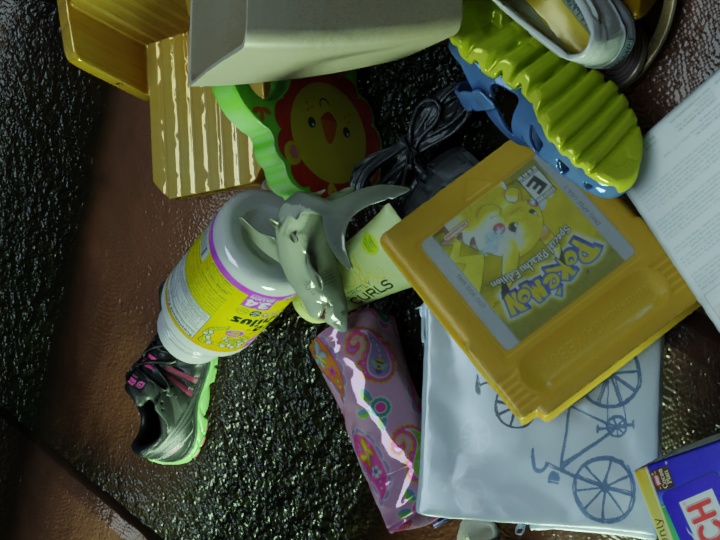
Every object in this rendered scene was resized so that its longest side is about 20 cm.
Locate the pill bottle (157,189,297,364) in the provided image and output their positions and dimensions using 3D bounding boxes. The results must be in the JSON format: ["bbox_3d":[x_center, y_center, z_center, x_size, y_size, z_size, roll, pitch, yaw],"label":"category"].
[{"bbox_3d":[-0.122,0.015,1.282,0.200,0.104,0.105,-45,65,50],"label":"pill bottle"}]

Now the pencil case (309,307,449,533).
[{"bbox_3d":[0.026,0.134,1.223,0.087,0.087,0.201,-36,72,36],"label":"pencil case"}]

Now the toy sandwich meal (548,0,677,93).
[{"bbox_3d":[0.157,-0.230,1.084,0.204,0.070,0.207,4,97,40],"label":"toy sandwich meal"}]

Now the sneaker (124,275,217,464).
[{"bbox_3d":[-0.198,0.105,1.401,0.077,0.083,0.201,15,103,54],"label":"sneaker"}]

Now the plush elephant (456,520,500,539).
[{"bbox_3d":[0.096,0.288,1.139,0.164,0.200,0.155,25,86,35],"label":"plush elephant"}]

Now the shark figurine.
[{"bbox_3d":[-0.028,-0.043,1.121,0.128,0.089,0.215,47,159,12],"label":"shark figurine"}]

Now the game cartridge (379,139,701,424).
[{"bbox_3d":[0.141,-0.001,1.077,0.176,0.032,0.200,-37,67,-4],"label":"game cartridge"}]

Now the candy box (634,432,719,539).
[{"bbox_3d":[0.319,0.187,0.980,0.200,0.077,0.170,-29,76,39],"label":"candy box"}]

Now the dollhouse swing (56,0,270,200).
[{"bbox_3d":[-0.189,-0.184,1.329,0.199,0.181,0.177,-6,70,40],"label":"dollhouse swing"}]

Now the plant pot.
[{"bbox_3d":[-0.024,-0.246,1.049,0.200,0.176,0.201,177,95,-71],"label":"plant pot"}]

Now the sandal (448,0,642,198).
[{"bbox_3d":[0.140,-0.127,1.065,0.200,0.079,0.087,50,154,23],"label":"sandal"}]

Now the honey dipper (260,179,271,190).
[{"bbox_3d":[-0.106,-0.025,1.351,0.038,0.038,0.201,45,123,28],"label":"honey dipper"}]

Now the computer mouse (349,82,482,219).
[{"bbox_3d":[0.097,-0.050,1.158,0.138,0.053,0.200,-41,66,6],"label":"computer mouse"}]

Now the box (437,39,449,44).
[{"bbox_3d":[0.005,-0.291,1.160,0.021,0.162,0.201,-178,83,-75],"label":"box"}]

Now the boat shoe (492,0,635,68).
[{"bbox_3d":[0.115,-0.226,1.024,0.202,0.086,0.075,54,124,19],"label":"boat shoe"}]

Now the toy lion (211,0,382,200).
[{"bbox_3d":[-0.055,-0.147,1.197,0.068,0.199,0.193,-12,68,41],"label":"toy lion"}]

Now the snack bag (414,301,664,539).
[{"bbox_3d":[0.141,0.115,1.090,0.199,0.021,0.190,1,88,11],"label":"snack bag"}]

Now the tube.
[{"bbox_3d":[0.000,0.000,1.208,0.200,0.058,0.052,-28,51,58],"label":"tube"}]

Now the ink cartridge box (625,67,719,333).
[{"bbox_3d":[0.299,-0.048,1.000,0.160,0.047,0.201,-43,69,34],"label":"ink cartridge box"}]
